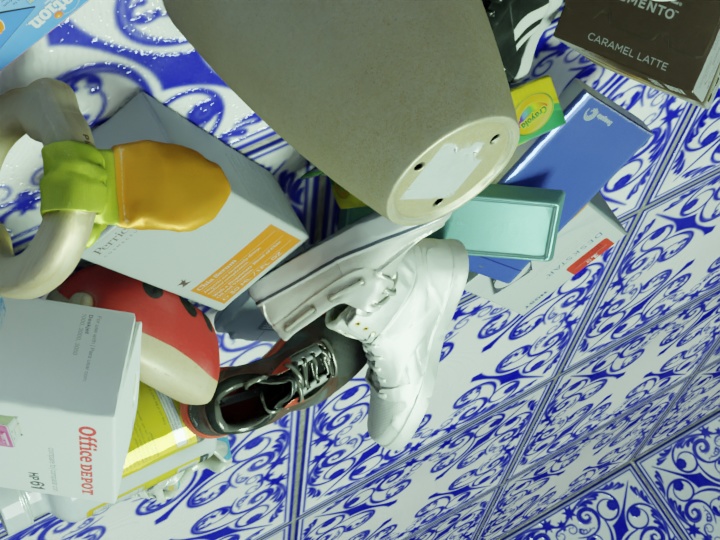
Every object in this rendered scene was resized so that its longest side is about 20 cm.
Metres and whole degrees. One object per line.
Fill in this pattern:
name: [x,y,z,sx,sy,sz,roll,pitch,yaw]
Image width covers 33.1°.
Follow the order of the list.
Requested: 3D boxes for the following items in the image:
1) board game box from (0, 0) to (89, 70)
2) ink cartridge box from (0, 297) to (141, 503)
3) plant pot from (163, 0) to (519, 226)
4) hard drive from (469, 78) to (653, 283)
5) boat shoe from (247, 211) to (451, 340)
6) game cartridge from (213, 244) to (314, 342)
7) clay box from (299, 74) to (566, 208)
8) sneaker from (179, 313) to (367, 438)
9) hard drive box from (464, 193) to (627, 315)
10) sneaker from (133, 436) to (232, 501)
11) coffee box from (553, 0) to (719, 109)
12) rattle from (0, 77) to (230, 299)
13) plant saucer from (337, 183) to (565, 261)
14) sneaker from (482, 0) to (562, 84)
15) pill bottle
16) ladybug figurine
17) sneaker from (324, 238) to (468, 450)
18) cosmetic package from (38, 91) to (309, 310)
board game box: [-0.215,-0.145,0.656,0.199,0.020,0.103,-36,155,6]
ink cartridge box: [-0.256,0.084,0.839,0.197,0.086,0.145,8,146,-6]
plant pot: [0.004,-0.132,0.735,0.185,0.201,0.188,-27,156,-13]
hard drive: [0.165,-0.076,1.111,0.131,0.026,0.200,16,123,-49]
boat shoe: [0.000,0.000,0.961,0.198,0.070,0.071,-28,-175,26]
game cartridge: [-0.023,0.024,1.130,0.197,0.041,0.133,5,151,-31]
clay box: [0.056,-0.099,0.993,0.198,0.048,0.115,-26,-171,-19]
sneaker: [-0.057,0.097,1.062,0.198,0.078,0.082,-28,-167,-22]
hard drive box: [0.181,-0.041,1.294,0.155,0.077,0.199,-40,156,16]
sneaker: [-0.223,0.193,1.215,0.198,0.081,0.077,-20,155,-26]
coffee box: [0.230,-0.188,0.943,0.081,0.113,0.200,-69,165,11]
rattle: [-0.207,-0.028,0.776,0.200,0.131,0.142,-42,169,29]
plant saucer: [0.079,-0.044,1.066,0.196,0.019,0.071,5,118,-4]
sneaker: [0.082,-0.182,0.897,0.111,0.073,0.201,-29,158,-14]
pill bottle: [-0.237,0.155,1.085,0.198,0.113,0.113,-23,155,-22]
ladybug figurine: [-0.171,0.046,0.956,0.073,0.134,0.200,-59,161,-8]
sneaker: [0.012,0.062,1.052,0.114,0.074,0.203,5,110,-30]
cosmetic package: [-0.130,-0.044,0.894,0.101,0.072,0.200,-38,156,12]
